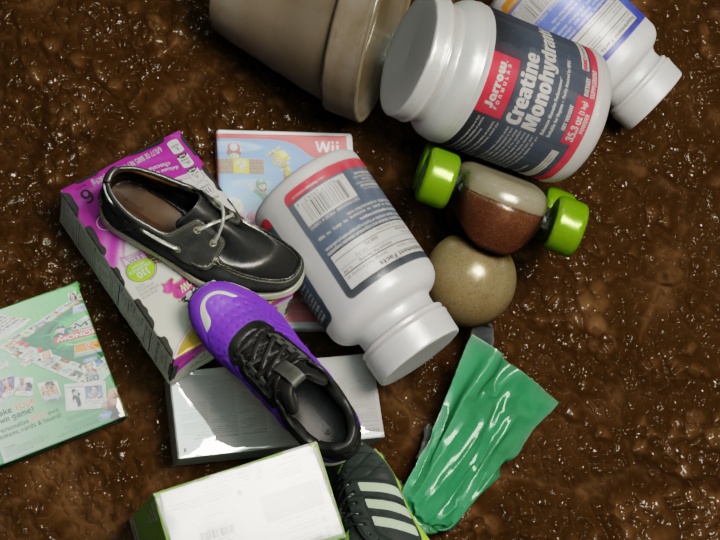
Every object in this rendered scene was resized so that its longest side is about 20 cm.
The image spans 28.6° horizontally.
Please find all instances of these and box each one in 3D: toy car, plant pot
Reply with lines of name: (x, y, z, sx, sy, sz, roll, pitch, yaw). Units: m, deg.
toy car: (0.110, -0.003, 1.397, 0.162, 0.158, 0.203, 20, 98, -3)
plant pot: (-0.049, -0.269, 1.387, 0.171, 0.200, 0.202, 19, 70, 7)

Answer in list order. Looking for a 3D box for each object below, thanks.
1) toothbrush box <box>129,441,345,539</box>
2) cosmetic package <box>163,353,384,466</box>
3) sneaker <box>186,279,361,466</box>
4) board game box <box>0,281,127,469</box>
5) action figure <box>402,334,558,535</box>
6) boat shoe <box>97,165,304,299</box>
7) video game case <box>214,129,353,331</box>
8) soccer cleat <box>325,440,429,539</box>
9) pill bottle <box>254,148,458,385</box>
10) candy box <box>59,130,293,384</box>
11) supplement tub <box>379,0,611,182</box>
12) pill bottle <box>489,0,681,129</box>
toothbrush box: (-0.111, 0.221, 1.214, 0.144, 0.200, 0.087, -15, 80, -19)
cosmetic package: (-0.082, 0.131, 1.327, 0.197, 0.051, 0.084, -3, 72, -16)
sneaker: (-0.067, 0.083, 1.204, 0.070, 0.100, 0.200, -44, 91, -9)
board game box: (-0.327, 0.107, 1.276, 0.198, 0.029, 0.136, -20, 80, -20)
action figure: (0.095, 0.178, 1.359, 0.118, 0.055, 0.201, 36, 77, -14)
boat shoe: (-0.141, -0.034, 1.255, 0.198, 0.068, 0.072, 25, 60, 0)
video game case: (-0.071, -0.040, 1.395, 0.141, 0.017, 0.203, 0, 75, -15)
soccer cleat: (0.006, 0.219, 1.233, 0.080, 0.068, 0.201, -8, 47, -39)
pill bottle: (0.000, 0.000, 1.319, 0.119, 0.120, 0.201, -29, 77, -21)
candy box: (-0.173, -0.015, 1.311, 0.135, 0.061, 0.201, -30, 73, -24)
supplement tub: (0.133, -0.180, 1.386, 0.198, 0.140, 0.142, 17, 71, -21)
pill bottle: (0.241, -0.248, 1.490, 0.200, 0.112, 0.112, 43, 69, -1)
